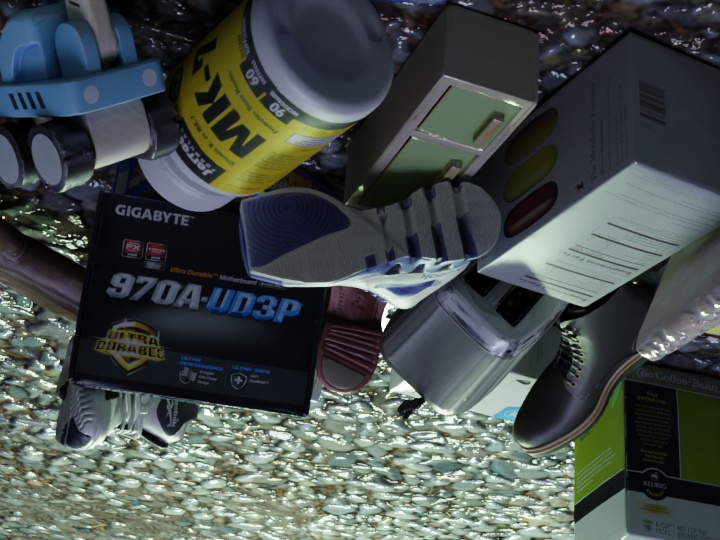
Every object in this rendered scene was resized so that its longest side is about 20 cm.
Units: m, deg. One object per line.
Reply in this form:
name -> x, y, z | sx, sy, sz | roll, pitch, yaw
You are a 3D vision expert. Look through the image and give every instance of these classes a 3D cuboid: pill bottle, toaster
pill bottle -> -0.076, -0.123, 1.000 | 0.114, 0.115, 0.200 | 22, 148, -29
toaster -> 0.104, 0.032, 1.194 | 0.114, 0.200, 0.129 | 43, 141, 6

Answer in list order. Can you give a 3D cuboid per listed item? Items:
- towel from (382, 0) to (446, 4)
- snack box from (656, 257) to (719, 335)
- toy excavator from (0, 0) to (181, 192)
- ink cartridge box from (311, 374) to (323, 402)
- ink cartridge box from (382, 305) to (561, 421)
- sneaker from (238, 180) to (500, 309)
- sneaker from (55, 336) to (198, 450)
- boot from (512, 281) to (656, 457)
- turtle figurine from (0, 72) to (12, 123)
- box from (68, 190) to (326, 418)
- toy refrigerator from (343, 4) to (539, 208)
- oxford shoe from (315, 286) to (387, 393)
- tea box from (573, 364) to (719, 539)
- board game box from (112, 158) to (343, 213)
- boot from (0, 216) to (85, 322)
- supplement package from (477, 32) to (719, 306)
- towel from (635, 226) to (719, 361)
towel -> -0.020, -0.227, 0.838 | 0.198, 0.050, 0.148 | 4, 151, -15
snack box -> 0.369, 0.006, 1.189 | 0.167, 0.068, 0.200 | 10, 159, -9
toy excavator -> -0.189, -0.162, 0.935 | 0.099, 0.202, 0.193 | -24, -161, -38
ink cartridge box -> -0.143, 0.060, 1.346 | 0.198, 0.086, 0.147 | 18, 171, -25
ink cartridge box -> 0.105, 0.088, 1.414 | 0.198, 0.068, 0.116 | 15, 150, -17
sneaker -> 0.005, -0.008, 1.082 | 0.197, 0.081, 0.115 | -3, 157, -5
sneaker -> -0.202, 0.119, 1.240 | 0.128, 0.080, 0.199 | 15, -179, -16
boot -> 0.192, 0.078, 1.290 | 0.200, 0.077, 0.138 | -50, 143, 9
turtle figurine -> -0.316, -0.152, 1.033 | 0.143, 0.201, 0.194 | -28, 166, 10
box -> -0.130, 0.030, 1.147 | 0.198, 0.161, 0.046 | 10, 172, -7
toy refrigerator -> 0.057, -0.108, 1.052 | 0.075, 0.071, 0.200 | 15, 150, -17
oxford shoe -> 0.000, 0.000, 1.190 | 0.070, 0.202, 0.075 | 18, -170, -12
tea box -> 0.344, 0.224, 1.488 | 0.198, 0.198, 0.134 | 13, 151, -12
board game box -> -0.099, -0.050, 1.216 | 0.134, 0.045, 0.199 | -18, 144, 37
boot -> -0.290, -0.016, 1.249 | 0.199, 0.065, 0.186 | 35, 157, -19
supplement package -> 0.186, -0.069, 1.055 | 0.109, 0.115, 0.200 | 17, 149, -23
towel -> 0.287, -0.041, 1.014 | 0.032, 0.192, 0.200 | 32, 149, -4
